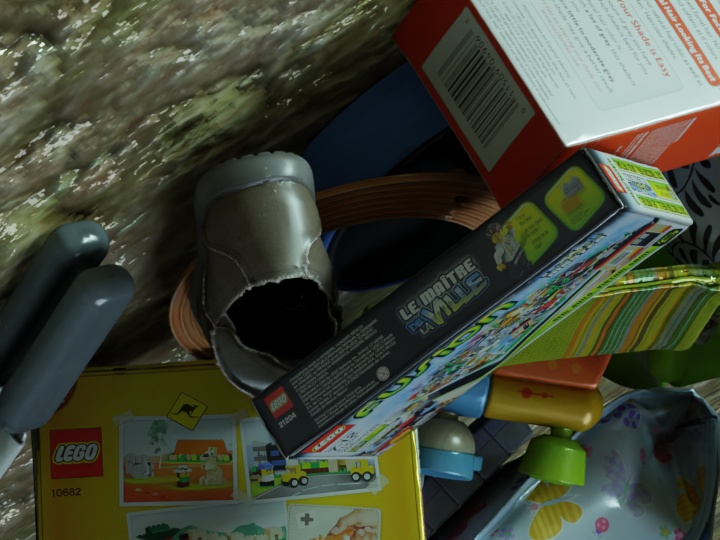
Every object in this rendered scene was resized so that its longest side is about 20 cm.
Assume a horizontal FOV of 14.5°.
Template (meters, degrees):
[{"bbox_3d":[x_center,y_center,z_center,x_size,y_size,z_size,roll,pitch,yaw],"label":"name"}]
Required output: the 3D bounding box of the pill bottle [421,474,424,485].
[{"bbox_3d":[-0.072,0.139,1.618,0.200,0.120,0.119,-40,160,21],"label":"pill bottle"}]

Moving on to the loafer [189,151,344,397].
[{"bbox_3d":[-0.045,0.021,1.338,0.073,0.071,0.200,-13,153,0],"label":"loafer"}]

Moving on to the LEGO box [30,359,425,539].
[{"bbox_3d":[-0.067,0.127,1.443,0.199,0.150,0.077,-3,157,-4],"label":"LEGO box"}]

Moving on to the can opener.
[{"bbox_3d":[-0.173,0.054,1.355,0.066,0.053,0.200,-11,151,-45],"label":"can opener"}]

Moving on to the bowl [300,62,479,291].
[{"bbox_3d":[0.049,-0.058,1.454,0.200,0.039,0.201,-29,160,-12],"label":"bowl"}]

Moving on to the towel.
[{"bbox_3d":[0.092,0.032,1.487,0.199,0.018,0.086,-6,152,-14],"label":"towel"}]

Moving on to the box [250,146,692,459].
[{"bbox_3d":[0.053,0.019,1.317,0.200,0.035,0.110,-38,164,18],"label":"box"}]

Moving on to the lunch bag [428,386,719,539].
[{"bbox_3d":[0.125,0.164,1.692,0.200,0.127,0.170,-46,-177,-27],"label":"lunch bag"}]

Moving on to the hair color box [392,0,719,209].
[{"bbox_3d":[0.126,-0.104,1.354,0.199,0.111,0.064,-17,157,-38],"label":"hair color box"}]

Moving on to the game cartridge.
[{"bbox_3d":[0.044,0.137,1.712,0.130,0.038,0.200,-48,177,-9],"label":"game cartridge"}]

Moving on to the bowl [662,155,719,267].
[{"bbox_3d":[0.212,-0.059,1.562,0.094,0.202,0.200,-2,-178,38],"label":"bowl"}]

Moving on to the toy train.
[{"bbox_3d":[0.120,0.069,1.577,0.199,0.116,0.085,9,177,-5],"label":"toy train"}]

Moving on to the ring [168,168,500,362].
[{"bbox_3d":[0.000,0.000,1.420,0.199,0.019,0.201,-11,152,-6],"label":"ring"}]

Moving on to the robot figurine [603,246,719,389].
[{"bbox_3d":[0.210,0.006,1.696,0.199,0.116,0.176,-16,-157,21],"label":"robot figurine"}]
